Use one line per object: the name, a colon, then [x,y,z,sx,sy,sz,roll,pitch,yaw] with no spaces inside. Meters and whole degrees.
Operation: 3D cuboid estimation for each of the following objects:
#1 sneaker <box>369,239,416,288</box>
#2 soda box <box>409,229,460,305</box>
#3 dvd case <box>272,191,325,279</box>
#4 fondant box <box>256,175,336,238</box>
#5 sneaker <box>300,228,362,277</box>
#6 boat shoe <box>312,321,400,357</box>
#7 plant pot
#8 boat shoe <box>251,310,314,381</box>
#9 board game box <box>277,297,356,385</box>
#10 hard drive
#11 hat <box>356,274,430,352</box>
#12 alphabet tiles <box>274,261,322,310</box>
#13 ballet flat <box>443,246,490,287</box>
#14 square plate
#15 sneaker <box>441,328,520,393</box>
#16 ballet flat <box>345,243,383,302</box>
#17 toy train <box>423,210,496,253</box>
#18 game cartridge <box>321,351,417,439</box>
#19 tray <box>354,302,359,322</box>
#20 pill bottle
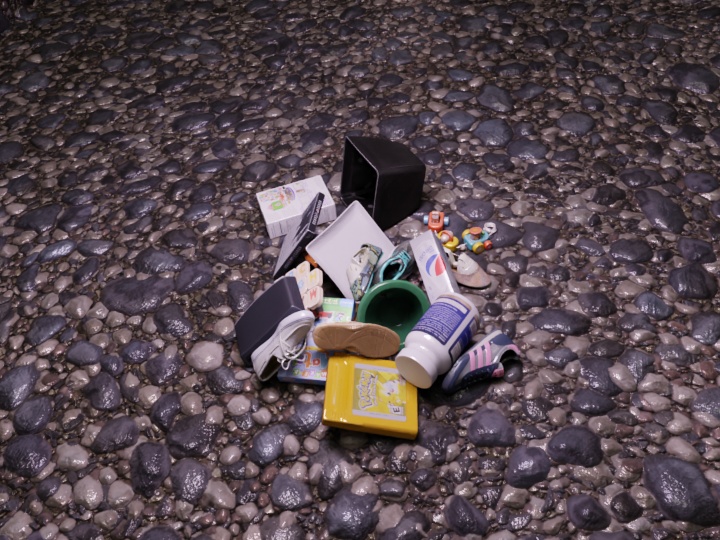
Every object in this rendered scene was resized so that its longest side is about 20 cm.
sneaker: [0.092,-0.009,1.671,0.078,0.091,0.200,43,62,-2]
soda box: [0.183,0.007,1.632,0.063,0.068,0.203,-28,57,19]
dvd case: [-0.158,-0.088,1.743,0.024,0.200,0.152,27,43,-16]
fondant box: [-0.182,-0.181,1.922,0.197,0.059,0.145,-16,45,-11]
sneaker: [-0.061,-0.026,1.750,0.196,0.078,0.114,15,69,2]
boat shoe: [-0.011,0.143,1.494,0.196,0.075,0.069,10,5,-15]
plant pot: [0.067,-0.249,1.872,0.175,0.202,0.200,-15,43,-24]
boat shoe: [-0.162,0.173,1.466,0.202,0.074,0.087,-42,51,25]
board game box: [-0.097,0.158,1.551,0.148,0.037,0.203,3,62,10]
hard drive: [-0.213,0.111,1.566,0.200,0.042,0.136,-43,42,19]
hat: [0.073,0.091,1.623,0.196,0.169,0.176,0,8,-11]
alphabet tiles: [-0.162,0.077,1.579,0.199,0.015,0.198,-31,44,30]
ballet flat: [0.232,-0.017,1.697,0.198,0.068,0.068,21,50,25]
square plate: [-0.013,-0.038,1.696,0.198,0.028,0.201,-44,99,-26]
sneaker: [0.262,0.209,1.468,0.199,0.071,0.082,-38,58,-21]
ballet flat: [0.000,0.000,1.612,0.073,0.075,0.201,5,31,12]
toy train: [0.257,-0.113,1.799,0.196,0.056,0.152,7,47,14]
game cartridge: [0.023,0.259,1.436,0.196,0.033,0.178,11,45,-7]
tray: [-0.081,0.118,1.625,0.196,0.037,0.100,4,45,12]
pill bottle: [0.166,0.150,1.472,0.114,0.117,0.200,24,52,28]
